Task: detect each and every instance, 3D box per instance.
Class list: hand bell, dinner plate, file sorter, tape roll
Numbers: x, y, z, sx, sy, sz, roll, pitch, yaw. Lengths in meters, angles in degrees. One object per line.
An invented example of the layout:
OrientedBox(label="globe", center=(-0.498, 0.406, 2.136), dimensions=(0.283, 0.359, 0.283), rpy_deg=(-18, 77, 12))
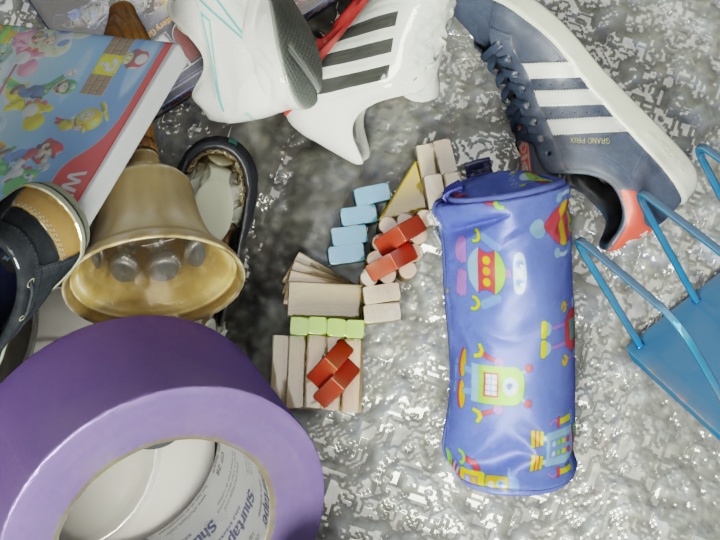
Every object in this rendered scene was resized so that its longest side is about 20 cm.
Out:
OrientedBox(label="hand bell", center=(-0.131, -0.075, 1.161), dimensions=(0.104, 0.104, 0.200), rpy_deg=(-8, 59, -3))
OrientedBox(label="dinner plate", center=(-0.191, 0.110, 1.223), dimensions=(0.200, 0.024, 0.201), rpy_deg=(0, 86, -2))
OrientedBox(label="file sorter", center=(0.251, -0.014, 1.166), dimensions=(0.200, 0.139, 0.123), rpy_deg=(-37, 125, -4))
OrientedBox(label="tape roll", center=(-0.128, 0.132, 1.140), dimensions=(0.200, 0.085, 0.200), rpy_deg=(-14, 124, -21))

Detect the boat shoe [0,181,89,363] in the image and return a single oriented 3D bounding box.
OrientedBox(label="boat shoe", center=(-0.222, 0.024, 1.083), dimensions=(0.075, 0.062, 0.200), rpy_deg=(48, 128, -1))

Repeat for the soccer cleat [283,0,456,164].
OrientedBox(label="soccer cleat", center=(0.030, -0.151, 1.200), dimensions=(0.085, 0.069, 0.200), rpy_deg=(43, 112, -2))

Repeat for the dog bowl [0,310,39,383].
OrientedBox(label="dog bowl", center=(-0.287, 0.025, 1.194), dimensions=(0.200, 0.059, 0.200), rpy_deg=(-1, 81, 5))

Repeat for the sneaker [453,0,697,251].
OrientedBox(label="sneaker", center=(0.114, -0.094, 1.219), dimensions=(0.200, 0.075, 0.085), rpy_deg=(44, 82, 0))

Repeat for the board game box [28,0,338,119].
OrientedBox(label="board game box", center=(-0.105, -0.192, 1.237), dimensions=(0.200, 0.035, 0.136), rpy_deg=(-34, 89, -4))

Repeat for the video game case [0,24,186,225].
OrientedBox(label="video game case", center=(-0.217, -0.087, 1.146), dimensions=(0.200, 0.017, 0.143), rpy_deg=(9, 55, 26))

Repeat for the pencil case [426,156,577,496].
OrientedBox(label="pencil case", center=(0.087, 0.035, 1.187), dimensions=(0.087, 0.078, 0.200), rpy_deg=(-1, 103, 9))

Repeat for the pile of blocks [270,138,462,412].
OrientedBox(label="pile of blocks", center=(0.000, 0.000, 1.217), dimensions=(0.082, 0.062, 0.200), rpy_deg=(27, 86, -1))

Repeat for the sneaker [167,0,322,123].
OrientedBox(label="sneaker", center=(-0.083, -0.184, 1.186), dimensions=(0.080, 0.070, 0.201), rpy_deg=(-16, 76, 25))

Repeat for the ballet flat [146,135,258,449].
OrientedBox(label="ballet flat", center=(-0.107, 0.010, 1.196), dimensions=(0.073, 0.073, 0.200), rpy_deg=(16, 79, -1))
